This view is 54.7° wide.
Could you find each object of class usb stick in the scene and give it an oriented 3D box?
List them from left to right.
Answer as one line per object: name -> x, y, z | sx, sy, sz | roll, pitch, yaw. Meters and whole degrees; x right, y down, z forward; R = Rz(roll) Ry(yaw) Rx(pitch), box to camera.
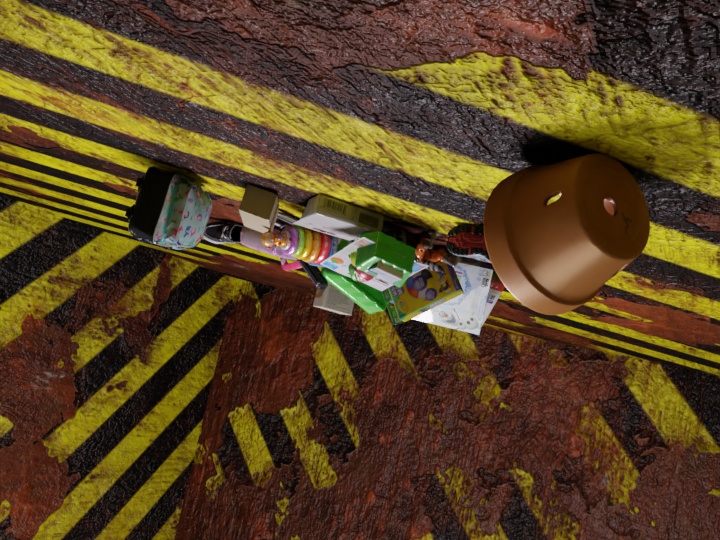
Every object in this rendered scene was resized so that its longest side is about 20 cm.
usb stick -> -0.152, -0.034, 1.850 | 0.202, 0.032, 0.055 | 55, -172, 19

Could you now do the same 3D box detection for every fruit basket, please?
fruit basket -> 0.000, 0.000, 1.866 | 0.213, 0.157, 0.216 | 35, 174, 4
fruit basket -> 0.028, -0.006, 1.577 | 0.182, 0.096, 0.199 | 23, 146, -26

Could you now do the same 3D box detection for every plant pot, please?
plant pot -> 0.278, -0.060, 0.910 | 0.195, 0.206, 0.139 | 16, 155, -23

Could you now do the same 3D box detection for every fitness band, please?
fitness band -> -0.173, -0.045, 2.101 | 0.140, 0.039, 0.200 | -18, -168, -5

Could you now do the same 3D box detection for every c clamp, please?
c clamp -> -0.228, -0.134, 1.869 | 0.166, 0.028, 0.199 | 10, 172, 27

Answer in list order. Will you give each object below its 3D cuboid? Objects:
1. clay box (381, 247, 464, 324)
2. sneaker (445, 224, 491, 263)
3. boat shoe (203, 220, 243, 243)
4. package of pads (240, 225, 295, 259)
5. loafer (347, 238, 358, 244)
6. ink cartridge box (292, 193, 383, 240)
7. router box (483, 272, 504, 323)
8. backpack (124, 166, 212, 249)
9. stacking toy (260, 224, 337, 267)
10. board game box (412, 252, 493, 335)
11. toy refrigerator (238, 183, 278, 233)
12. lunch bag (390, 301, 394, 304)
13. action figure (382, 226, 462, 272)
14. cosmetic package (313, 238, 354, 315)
clay box -> 0.146, 0.043, 1.730 | 0.196, 0.118, 0.048 | -27, 158, 12
sneaker -> 0.278, -0.050, 1.427 | 0.196, 0.082, 0.094 | 19, -173, 34
boat shoe -> -0.405, -0.116, 2.162 | 0.194, 0.074, 0.068 | 11, 175, 2
package of pads -> -0.252, -0.085, 2.017 | 0.118, 0.078, 0.197 | 15, 180, -41
loafer -> 0.058, -0.057, 1.758 | 0.197, 0.074, 0.062 | 22, 148, -35
ink cartridge box -> -0.055, -0.118, 1.595 | 0.158, 0.059, 0.199 | 16, 176, -21
router box -> 0.271, 0.069, 1.904 | 0.194, 0.183, 0.049 | 15, -148, -15
backpack -> -0.440, -0.138, 1.651 | 0.146, 0.183, 0.200 | 17, 177, 7
stacking toy -> -0.159, -0.073, 1.703 | 0.196, 0.120, 0.108 | 4, -179, -42
board game box -> 0.235, 0.054, 1.814 | 0.193, 0.205, 0.044 | 12, -149, 9
toy refrigerator -> -0.239, -0.144, 1.657 | 0.074, 0.072, 0.200 | 19, 171, -3
lunch bag -> 0.107, 0.025, 2.003 | 0.197, 0.140, 0.131 | 8, 171, 44
action figure -> 0.115, -0.041, 1.642 | 0.197, 0.108, 0.190 | 16, 163, -43
cosmetic package -> -0.059, 0.015, 1.980 | 0.103, 0.206, 0.071 | 17, 173, -26
